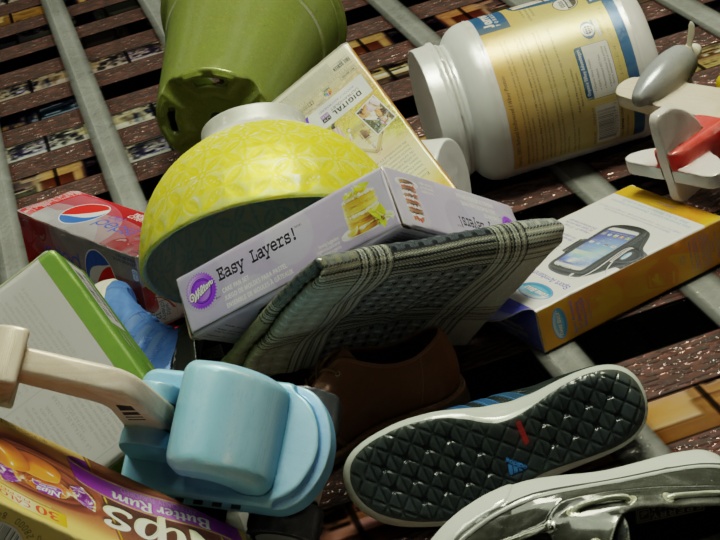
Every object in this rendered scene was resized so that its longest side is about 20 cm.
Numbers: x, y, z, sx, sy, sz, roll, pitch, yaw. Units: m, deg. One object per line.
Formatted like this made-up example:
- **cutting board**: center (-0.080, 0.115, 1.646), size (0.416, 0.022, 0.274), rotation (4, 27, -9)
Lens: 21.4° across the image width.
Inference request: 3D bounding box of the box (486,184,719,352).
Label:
- **box**: center (0.166, 0.000, 1.449), size (0.200, 0.042, 0.119), rotation (-27, 26, -20)

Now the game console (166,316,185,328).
- **game console**: center (-0.190, 0.035, 1.602), size (0.177, 0.031, 0.200), rotation (-18, 24, -18)

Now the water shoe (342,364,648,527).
- **water shoe**: center (0.088, 0.116, 1.225), size (0.200, 0.072, 0.079), rotation (-16, -4, 1)

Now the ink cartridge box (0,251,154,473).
- **ink cartridge box**: center (-0.240, 0.107, 1.303), size (0.200, 0.148, 0.076), rotation (-37, -13, -1)

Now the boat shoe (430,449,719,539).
- **boat shoe**: center (0.133, 0.154, 1.082), size (0.200, 0.071, 0.064), rotation (-17, 22, -9)

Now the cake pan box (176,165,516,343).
- **cake pan box**: center (0.000, 0.000, 1.347), size (0.184, 0.052, 0.200), rotation (-26, -19, 27)

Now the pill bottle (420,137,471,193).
- **pill bottle**: center (-0.015, -0.056, 1.592), size (0.200, 0.110, 0.110), rotation (-5, 25, 22)

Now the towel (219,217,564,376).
- **towel**: center (0.019, 0.027, 1.310), size (0.192, 0.035, 0.200), rotation (-10, -19, -28)

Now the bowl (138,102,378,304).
- **bowl**: center (-0.071, -0.059, 1.402), size (0.200, 0.108, 0.200), rotation (-9, -21, -3)

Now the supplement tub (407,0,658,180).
- **supplement tub**: center (0.154, -0.164, 1.686), size (0.200, 0.145, 0.145), rotation (-17, 23, -5)

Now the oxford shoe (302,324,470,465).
- **oxford shoe**: center (-0.024, 0.092, 1.317), size (0.200, 0.071, 0.071), rotation (-24, 26, -15)

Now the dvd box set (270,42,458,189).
- **dvd box set**: center (-0.013, -0.066, 1.513), size (0.146, 0.029, 0.200), rotation (-40, 61, 7)

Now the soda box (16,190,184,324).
- **soda box**: center (-0.207, -0.011, 1.587), size (0.063, 0.070, 0.200), rotation (-24, 26, -32)

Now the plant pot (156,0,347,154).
- **plant pot**: center (-0.126, -0.202, 1.927), size (0.200, 0.200, 0.190), rotation (-7, 37, 17)

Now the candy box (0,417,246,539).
- **candy box**: center (-0.154, 0.160, 1.102), size (0.057, 0.200, 0.117), rotation (-58, 20, 12)

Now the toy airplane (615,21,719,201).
- **toy airplane**: center (0.298, -0.134, 1.493), size (0.200, 0.141, 0.199), rotation (1, 16, 9)

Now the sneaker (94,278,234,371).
- **sneaker**: center (-0.144, 0.063, 1.425), size (0.111, 0.077, 0.200), rotation (-19, 32, 3)

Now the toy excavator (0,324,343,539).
- **toy excavator**: center (-0.118, 0.088, 1.162), size (0.194, 0.200, 0.100), rotation (6, 67, 14)
